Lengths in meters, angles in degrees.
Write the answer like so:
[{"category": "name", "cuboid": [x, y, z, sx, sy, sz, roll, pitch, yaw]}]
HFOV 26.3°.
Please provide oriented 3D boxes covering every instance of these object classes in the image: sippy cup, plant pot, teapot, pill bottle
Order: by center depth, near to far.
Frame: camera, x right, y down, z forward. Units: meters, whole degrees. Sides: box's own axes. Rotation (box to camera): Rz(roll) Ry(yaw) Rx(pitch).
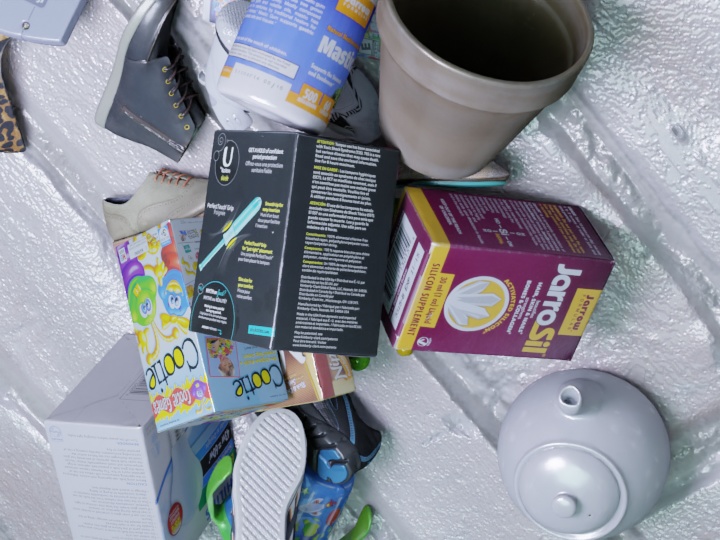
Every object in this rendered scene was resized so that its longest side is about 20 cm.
[{"category": "pill bottle", "cuboid": [-0.048, -0.238, 1.437, 0.112, 0.112, 0.201, 23, 90, 7]}, {"category": "plant pot", "cuboid": [0.096, -0.186, 1.443, 0.199, 0.200, 0.174, 27, 140, 4]}, {"category": "teapot", "cuboid": [0.226, 0.214, 1.612, 0.200, 0.146, 0.197, 45, 122, -8]}, {"category": "sippy cup", "cuboid": [-0.077, 0.263, 1.764, 0.140, 0.177, 0.131, 44, 115, 27]}]

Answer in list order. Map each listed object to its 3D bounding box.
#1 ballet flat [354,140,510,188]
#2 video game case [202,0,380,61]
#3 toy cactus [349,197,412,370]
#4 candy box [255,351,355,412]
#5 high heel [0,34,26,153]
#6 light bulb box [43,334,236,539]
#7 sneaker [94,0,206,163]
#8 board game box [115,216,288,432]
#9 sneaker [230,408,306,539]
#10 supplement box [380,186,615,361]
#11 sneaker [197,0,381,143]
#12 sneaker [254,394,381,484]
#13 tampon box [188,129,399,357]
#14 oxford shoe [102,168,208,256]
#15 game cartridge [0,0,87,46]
[{"category": "ballet flat", "cuboid": [0.052, -0.113, 1.555, 0.199, 0.068, 0.068, -2, 93, 19]}, {"category": "video game case", "cuboid": [-0.058, -0.295, 1.524, 0.199, 0.018, 0.144, 15, 121, 13]}, {"category": "toy cactus", "cuboid": [0.000, 0.000, 1.630, 0.165, 0.102, 0.201, 28, 127, 27]}, {"category": "candy box", "cuboid": [-0.102, 0.091, 1.656, 0.199, 0.055, 0.116, -14, 89, 43]}, {"category": "high heel", "cuboid": [-0.373, -0.222, 1.667, 0.200, 0.072, 0.142, -42, 121, 19]}, {"category": "light bulb box", "cuboid": [-0.242, 0.207, 1.748, 0.124, 0.198, 0.201, 3, 118, 21]}, {"category": "sneaker", "cuboid": [-0.196, -0.209, 1.595, 0.106, 0.075, 0.200, 28, 131, -1]}, {"category": "board game box", "cuboid": [-0.166, 0.054, 1.600, 0.103, 0.105, 0.201, -23, 78, 44]}, {"category": "sneaker", "cuboid": [-0.104, 0.252, 1.674, 0.078, 0.201, 0.079, 10, 165, -1]}, {"category": "supplement box", "cuboid": [0.126, 0.006, 1.514, 0.199, 0.103, 0.131, 4, 124, -22]}, {"category": "sneaker", "cuboid": [-0.074, -0.177, 1.556, 0.200, 0.075, 0.115, 36, 137, -2]}, {"category": "sneaker", "cuboid": [-0.061, 0.150, 1.733, 0.200, 0.082, 0.073, 49, 134, 13]}, {"category": "tampon box", "cuboid": [-0.063, -0.027, 1.478, 0.150, 0.126, 0.201, 9, 92, 53]}, {"category": "oxford shoe", "cuboid": [-0.199, -0.078, 1.661, 0.199, 0.071, 0.074, -22, 97, 24]}, {"category": "game cartridge", "cuboid": [-0.370, -0.315, 1.581, 0.199, 0.040, 0.134, 27, 86, 5]}]
